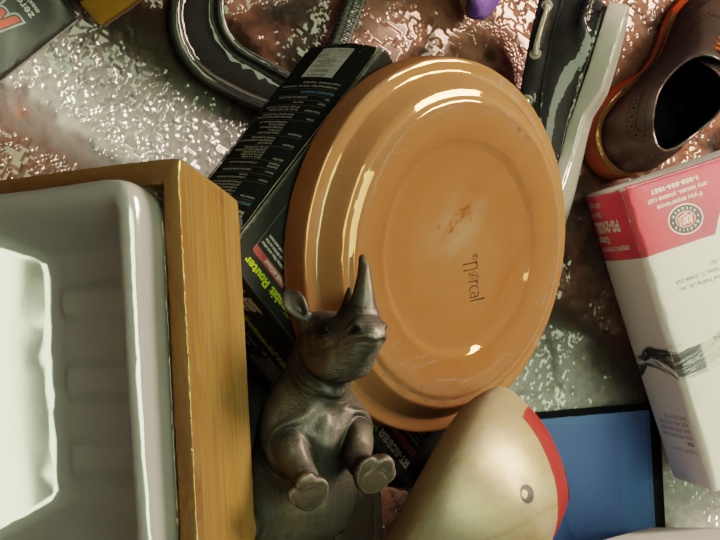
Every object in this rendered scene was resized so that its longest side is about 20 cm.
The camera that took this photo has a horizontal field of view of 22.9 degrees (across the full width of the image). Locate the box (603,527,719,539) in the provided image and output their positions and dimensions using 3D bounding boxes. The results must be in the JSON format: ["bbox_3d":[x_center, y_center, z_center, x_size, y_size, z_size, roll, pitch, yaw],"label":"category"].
[{"bbox_3d":[0.178,0.222,1.040,0.200,0.097,0.125,3,84,-58],"label":"box"}]

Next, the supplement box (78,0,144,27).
[{"bbox_3d":[-0.139,-0.251,0.919,0.200,0.103,0.131,51,49,-15],"label":"supplement box"}]

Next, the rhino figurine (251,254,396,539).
[{"bbox_3d":[-0.022,0.085,0.865,0.059,0.087,0.201,3,112,-22],"label":"rhino figurine"}]

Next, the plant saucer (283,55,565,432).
[{"bbox_3d":[0.044,-0.013,0.945,0.200,0.032,0.202,-9,103,-42],"label":"plant saucer"}]

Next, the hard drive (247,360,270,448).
[{"bbox_3d":[-0.121,0.108,0.969,0.199,0.042,0.136,10,82,-31],"label":"hard drive"}]

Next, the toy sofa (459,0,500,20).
[{"bbox_3d":[0.124,-0.247,1.098,0.200,0.083,0.098,-50,124,-26],"label":"toy sofa"}]

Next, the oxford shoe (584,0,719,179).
[{"bbox_3d":[0.230,-0.134,1.177,0.071,0.072,0.200,49,65,-19],"label":"oxford shoe"}]

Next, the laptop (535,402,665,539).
[{"bbox_3d":[0.143,0.176,1.090,0.103,0.200,0.178,-3,88,5],"label":"laptop"}]

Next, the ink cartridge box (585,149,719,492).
[{"bbox_3d":[0.248,0.024,1.142,0.144,0.084,0.201,-18,92,-10],"label":"ink cartridge box"}]

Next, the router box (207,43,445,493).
[{"bbox_3d":[0.000,0.000,0.971,0.150,0.062,0.200,-54,128,-25],"label":"router box"}]

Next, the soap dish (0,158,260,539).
[{"bbox_3d":[-0.124,0.052,0.862,0.081,0.157,0.201,-1,88,-48],"label":"soap dish"}]

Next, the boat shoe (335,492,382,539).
[{"bbox_3d":[-0.032,0.191,0.960,0.075,0.062,0.201,2,86,-32],"label":"boat shoe"}]

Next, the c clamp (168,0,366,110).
[{"bbox_3d":[-0.028,-0.158,1.052,0.170,0.027,0.201,20,77,-22],"label":"c clamp"}]

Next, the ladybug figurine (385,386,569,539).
[{"bbox_3d":[0.061,0.131,0.917,0.072,0.200,0.136,28,86,7],"label":"ladybug figurine"}]

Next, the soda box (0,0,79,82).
[{"bbox_3d":[-0.236,-0.185,0.903,0.071,0.063,0.200,-44,110,-25],"label":"soda box"}]

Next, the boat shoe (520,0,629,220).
[{"bbox_3d":[0.110,-0.078,1.109,0.060,0.074,0.201,18,95,12],"label":"boat shoe"}]
